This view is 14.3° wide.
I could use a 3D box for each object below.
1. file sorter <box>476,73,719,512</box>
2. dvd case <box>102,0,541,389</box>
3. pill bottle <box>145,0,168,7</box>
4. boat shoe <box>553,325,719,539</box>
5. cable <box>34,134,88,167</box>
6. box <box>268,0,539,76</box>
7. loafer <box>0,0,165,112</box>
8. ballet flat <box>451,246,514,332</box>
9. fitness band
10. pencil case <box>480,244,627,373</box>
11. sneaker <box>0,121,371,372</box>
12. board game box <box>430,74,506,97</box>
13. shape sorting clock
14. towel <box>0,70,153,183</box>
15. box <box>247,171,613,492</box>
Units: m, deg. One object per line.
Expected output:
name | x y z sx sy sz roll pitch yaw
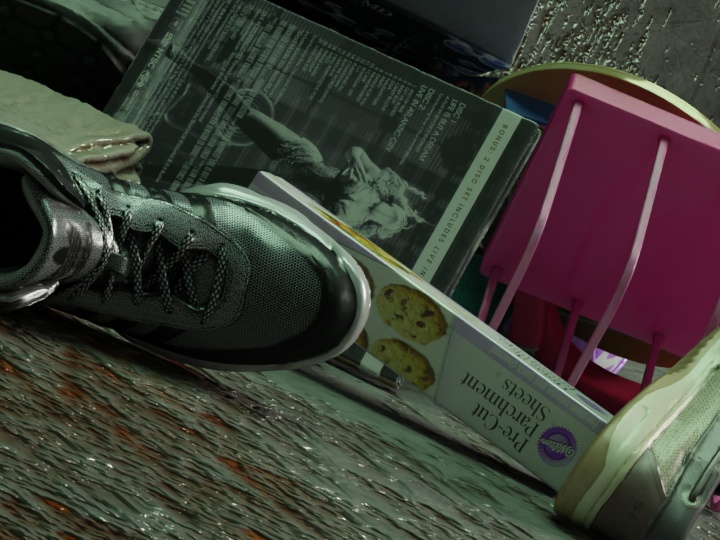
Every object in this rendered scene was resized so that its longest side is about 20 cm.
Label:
file sorter | 0.161 0.026 1.415 0.199 0.139 0.126 22 44 -2
dvd case | -0.033 -0.048 1.401 0.199 0.149 0.016 25 -17 16
pill bottle | -0.094 -0.109 1.628 0.119 0.120 0.200 25 -6 17
boat shoe | 0.158 0.068 1.254 0.065 0.072 0.200 43 41 11
cable | -0.096 -0.003 1.295 0.097 0.050 0.200 41 6 39
box | 0.012 -0.185 1.649 0.148 0.108 0.200 26 -8 -15
loafer | -0.111 -0.107 1.481 0.200 0.068 0.071 25 44 -11
ballet flat | 0.000 0.000 1.532 0.199 0.071 0.071 17 9 -45
fitness band | 0.154 0.013 1.519 0.143 0.201 0.038 17 47 9
pencil case | 0.086 -0.007 1.762 0.199 0.086 0.084 28 -33 24
sneaker | -0.096 -0.004 1.125 0.199 0.076 0.114 18 6 3
board game box | 0.112 -0.071 1.691 0.199 0.035 0.135 19 -8 -41
shape sorting clock | 0.141 -0.029 1.553 0.199 0.201 0.039 25 49 13
towel | -0.208 -0.077 1.370 0.199 0.035 0.132 25 20 22
box | 0.025 0.027 1.293 0.200 0.042 0.039 37 6 13
